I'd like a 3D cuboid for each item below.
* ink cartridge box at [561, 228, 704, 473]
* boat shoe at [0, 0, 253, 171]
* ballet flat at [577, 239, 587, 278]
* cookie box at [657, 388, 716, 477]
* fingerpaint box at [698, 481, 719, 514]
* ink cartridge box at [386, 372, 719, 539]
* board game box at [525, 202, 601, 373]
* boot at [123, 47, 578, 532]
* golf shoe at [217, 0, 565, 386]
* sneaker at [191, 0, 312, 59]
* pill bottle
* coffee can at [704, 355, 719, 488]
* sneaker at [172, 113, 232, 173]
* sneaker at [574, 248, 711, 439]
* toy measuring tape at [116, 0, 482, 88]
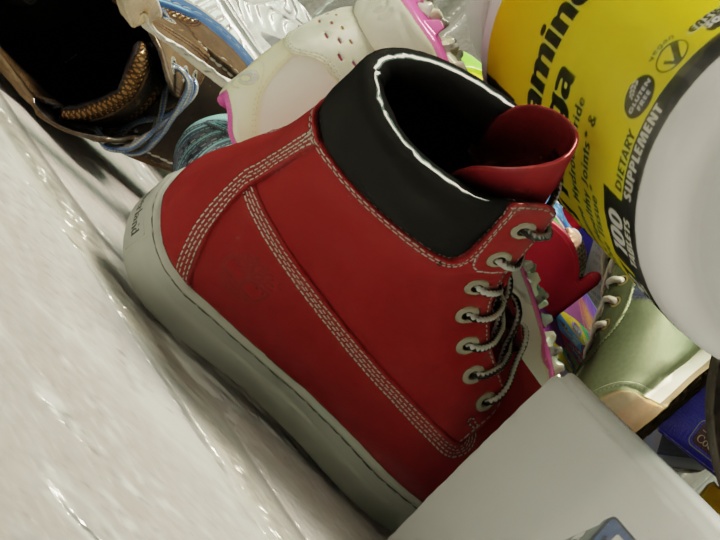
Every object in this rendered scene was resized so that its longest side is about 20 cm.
[{"bbox_3d":[0.141,-0.030,1.021,0.043,0.201,0.198,5,20,-22],"label":"ink cartridge box"},{"bbox_3d":[-0.103,-0.080,0.796,0.200,0.072,0.072,30,17,-39],"label":"boat shoe"},{"bbox_3d":[0.021,-0.014,0.981,0.199,0.068,0.075,14,7,-9],"label":"ballet flat"},{"bbox_3d":[0.263,0.047,0.890,0.171,0.200,0.075,39,3,33],"label":"cookie box"},{"bbox_3d":[0.213,0.184,0.885,0.167,0.073,0.200,41,3,23],"label":"fingerpaint box"},{"bbox_3d":[0.114,0.142,0.594,0.145,0.087,0.200,44,5,-42],"label":"ink cartridge box"},{"bbox_3d":[0.079,-0.031,0.901,0.158,0.039,0.200,30,27,-55],"label":"board game box"},{"bbox_3d":[0.041,0.017,0.632,0.200,0.144,0.073,39,45,-25],"label":"boot"},{"bbox_3d":[0.014,-0.009,0.719,0.075,0.091,0.201,-113,180,-58],"label":"golf shoe"},{"bbox_3d":[-0.066,-0.085,1.032,0.199,0.129,0.080,19,55,-42],"label":"sneaker"},{"bbox_3d":[0.106,-0.059,0.647,0.112,0.112,0.200,44,6,-30],"label":"pill bottle"},{"bbox_3d":[0.210,0.054,0.736,0.146,0.146,0.200,46,7,15],"label":"coffee can"},{"bbox_3d":[0.000,0.000,0.809,0.200,0.078,0.086,41,16,-41],"label":"sneaker"},{"bbox_3d":[0.124,0.006,0.840,0.090,0.200,0.067,47,-31,11],"label":"sneaker"},{"bbox_3d":[0.002,-0.071,0.765,0.200,0.074,0.074,35,8,-29],"label":"toy measuring tape"}]
